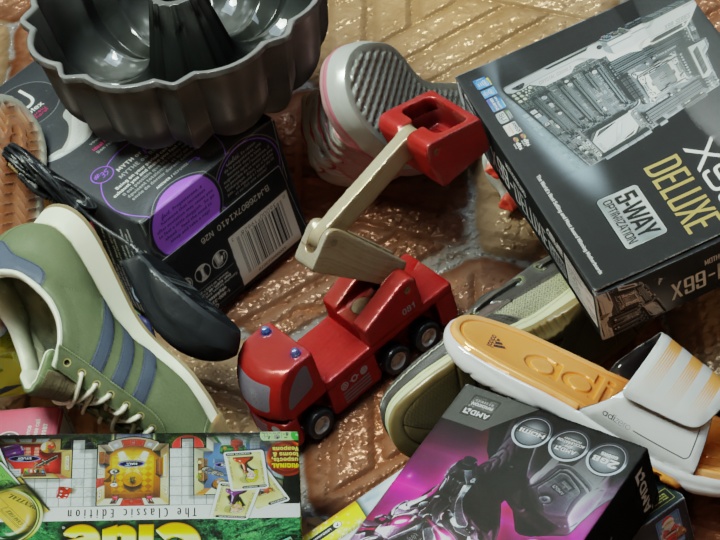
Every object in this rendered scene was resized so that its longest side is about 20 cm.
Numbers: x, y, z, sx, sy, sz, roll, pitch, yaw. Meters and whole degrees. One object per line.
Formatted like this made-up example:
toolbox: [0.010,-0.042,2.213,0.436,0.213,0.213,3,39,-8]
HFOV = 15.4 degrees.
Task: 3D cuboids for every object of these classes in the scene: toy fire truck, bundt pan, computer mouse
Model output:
toy fire truck: [0.000,0.000,1.618,0.200,0.141,0.049,-38,46,-20]
bundt pan: [-0.110,-0.149,1.702,0.201,0.076,0.202,-9,40,7]
computer mouse: [-0.151,-0.008,1.627,0.200,0.059,0.034,41,96,19]

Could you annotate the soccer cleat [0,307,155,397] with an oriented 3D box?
soccer cleat: [-0.220,0.050,1.642,0.199,0.065,0.084,-8,-1,-29]

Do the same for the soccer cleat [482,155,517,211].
soccer cleat: [0.171,-0.070,1.686,0.199,0.070,0.078,8,46,30]

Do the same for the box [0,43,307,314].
box: [-0.149,-0.063,1.759,0.122,0.106,0.200,-39,46,-23]

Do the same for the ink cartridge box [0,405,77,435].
ink cartridge box: [-0.270,0.165,1.588,0.199,0.083,0.147,-6,45,13]

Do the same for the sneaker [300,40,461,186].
sneaker: [-0.005,-0.094,1.702,0.104,0.200,0.076,-8,82,23]

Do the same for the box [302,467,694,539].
box: [0.069,0.157,1.510,0.199,0.038,0.137,-33,45,-14]

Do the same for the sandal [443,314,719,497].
sandal: [0.147,0.062,1.504,0.206,0.059,0.079,24,28,4]

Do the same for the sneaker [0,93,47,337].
sneaker: [-0.246,-0.019,1.659,0.080,0.071,0.201,-31,35,29]

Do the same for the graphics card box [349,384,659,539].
graphics card box: [0.060,0.162,1.444,0.125,0.051,0.200,19,54,33]

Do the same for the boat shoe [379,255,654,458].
boat shoe: [0.091,0.045,1.600,0.199,0.074,0.065,-28,35,-19]

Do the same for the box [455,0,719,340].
box: [0.169,-0.069,1.597,0.157,0.050,0.200,-24,50,-6]

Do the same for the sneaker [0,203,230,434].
sneaker: [-0.162,0.062,1.581,0.090,0.201,0.067,-31,-4,-44]

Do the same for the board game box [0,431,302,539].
board game box: [-0.132,0.137,1.519,0.199,0.024,0.105,-1,48,-4]
